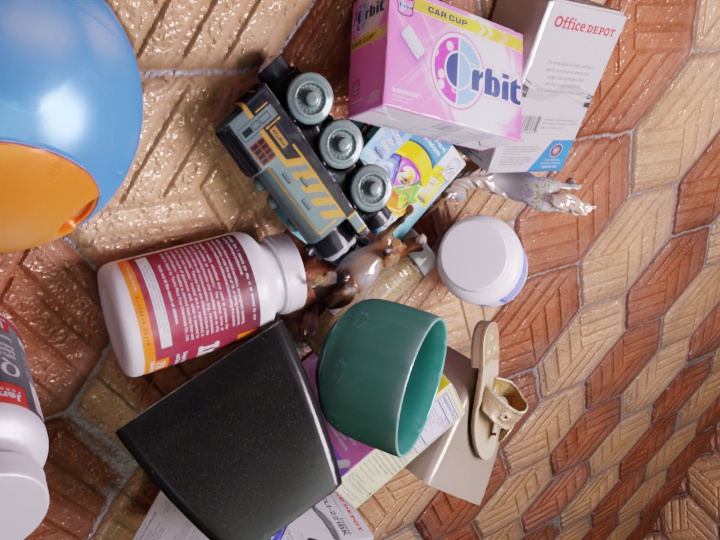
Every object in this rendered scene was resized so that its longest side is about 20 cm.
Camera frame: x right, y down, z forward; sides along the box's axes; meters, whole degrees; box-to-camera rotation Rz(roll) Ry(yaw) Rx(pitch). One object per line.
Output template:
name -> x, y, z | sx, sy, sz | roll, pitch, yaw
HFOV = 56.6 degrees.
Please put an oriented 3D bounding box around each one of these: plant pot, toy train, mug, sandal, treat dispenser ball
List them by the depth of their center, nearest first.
treat dispenser ball -> -0.245, -0.114, 0.438 | 0.197, 0.201, 0.204 | -22, 135, -23
toy train -> -0.052, -0.105, 0.660 | 0.113, 0.085, 0.201 | -39, 113, -4
mug -> 0.016, 0.126, 0.738 | 0.151, 0.112, 0.190 | -22, 125, -64
plant pot -> -0.122, 0.195, 0.749 | 0.197, 0.180, 0.200 | -33, 173, -10
sandal -> 0.197, 0.177, 0.927 | 0.077, 0.068, 0.218 | -26, 116, -49
plant pot -> 0.116, 0.212, 1.027 | 0.180, 0.198, 0.199 | -58, 140, -5

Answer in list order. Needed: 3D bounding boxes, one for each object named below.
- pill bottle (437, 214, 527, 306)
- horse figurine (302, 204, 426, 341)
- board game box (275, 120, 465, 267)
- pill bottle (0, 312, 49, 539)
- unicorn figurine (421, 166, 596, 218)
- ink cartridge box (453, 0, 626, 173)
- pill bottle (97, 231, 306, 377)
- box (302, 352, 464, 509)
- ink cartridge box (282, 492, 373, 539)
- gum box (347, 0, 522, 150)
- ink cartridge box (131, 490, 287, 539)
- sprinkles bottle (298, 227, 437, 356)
pill bottle -> 0.161, -0.011, 0.878 | 0.113, 0.112, 0.200 | -49, 164, 7
horse figurine -> 0.000, 0.000, 0.758 | 0.199, 0.050, 0.133 | -40, 174, -13
board game box -> 0.017, -0.098, 0.787 | 0.201, 0.047, 0.150 | -49, 139, 5
pill bottle -> -0.333, 0.131, 0.568 | 0.114, 0.200, 0.118 | -22, 136, -23
unicorn figurine -> 0.197, -0.109, 0.877 | 0.136, 0.197, 0.076 | -13, 104, -47
ink cartridge box -> 0.212, -0.229, 0.810 | 0.143, 0.084, 0.204 | -6, 126, -35
pill bottle -> -0.159, 0.026, 0.693 | 0.196, 0.113, 0.115 | -17, 133, -28
box -> 0.008, 0.177, 0.909 | 0.198, 0.176, 0.097 | -38, 141, -6
ink cartridge box -> -0.096, 0.394, 1.026 | 0.198, 0.144, 0.085 | 14, 115, -47
gum box -> 0.086, -0.200, 0.688 | 0.196, 0.065, 0.117 | 5, 86, -34
ink cartridge box -> -0.185, 0.354, 0.881 | 0.138, 0.198, 0.076 | -56, 176, 17
sprinkles bottle -> 0.009, 0.031, 0.873 | 0.199, 0.068, 0.068 | -43, 140, -1
